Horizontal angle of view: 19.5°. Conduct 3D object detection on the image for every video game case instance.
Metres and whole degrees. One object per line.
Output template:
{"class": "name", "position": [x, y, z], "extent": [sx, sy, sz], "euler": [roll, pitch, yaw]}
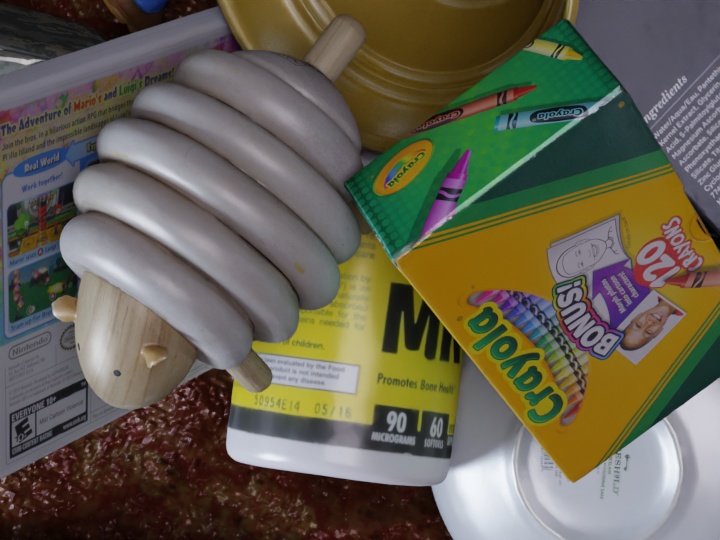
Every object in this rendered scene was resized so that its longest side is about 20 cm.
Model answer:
{"class": "video game case", "position": [-0.113, -0.018, 0.981], "extent": [0.024, 0.199, 0.184], "euler": [18, 117, 31]}

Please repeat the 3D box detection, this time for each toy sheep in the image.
{"class": "toy sheep", "position": [-0.058, -0.028, 0.919], "extent": [0.137, 0.138, 0.201], "euler": [32, 77, -7]}

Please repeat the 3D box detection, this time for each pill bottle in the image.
{"class": "pill bottle", "position": [0.000, 0.000, 1.037], "extent": [0.113, 0.114, 0.202], "euler": [7, 87, -6]}

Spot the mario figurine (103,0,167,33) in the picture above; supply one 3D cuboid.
{"class": "mario figurine", "position": [-0.043, -0.195, 1.055], "extent": [0.199, 0.106, 0.124], "euler": [-25, 130, 7]}

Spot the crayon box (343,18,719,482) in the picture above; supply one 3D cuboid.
{"class": "crayon box", "position": [0.092, -0.003, 0.929], "extent": [0.118, 0.058, 0.200], "euler": [-36, 136, 4]}

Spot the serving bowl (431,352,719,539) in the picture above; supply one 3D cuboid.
{"class": "serving bowl", "position": [0.123, 0.091, 1.052], "extent": [0.198, 0.066, 0.202], "euler": [2, 97, 16]}

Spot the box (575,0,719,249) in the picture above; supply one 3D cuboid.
{"class": "box", "position": [0.173, -0.079, 1.033], "extent": [0.200, 0.148, 0.104], "euler": [45, 90, -7]}

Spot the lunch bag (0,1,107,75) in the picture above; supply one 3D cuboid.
{"class": "lunch bag", "position": [-0.221, -0.048, 1.011], "extent": [0.198, 0.139, 0.169], "euler": [13, 104, -7]}

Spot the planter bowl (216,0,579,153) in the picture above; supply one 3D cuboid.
{"class": "planter bowl", "position": [0.029, -0.160, 0.949], "extent": [0.199, 0.083, 0.202], "euler": [16, 121, 29]}
